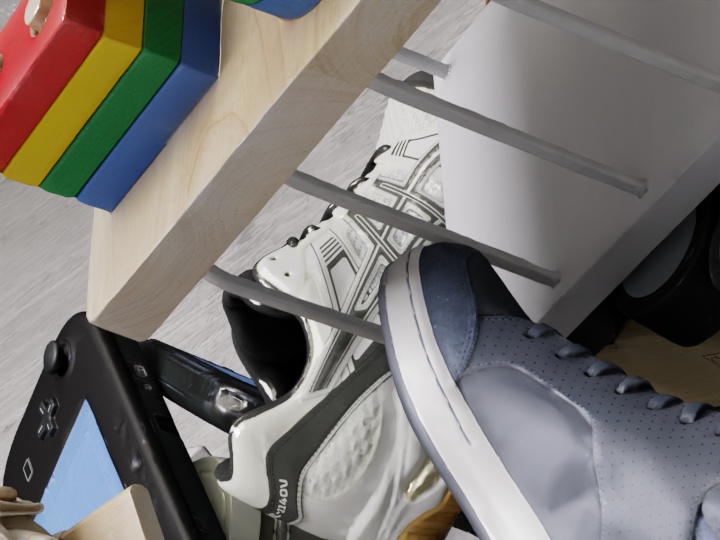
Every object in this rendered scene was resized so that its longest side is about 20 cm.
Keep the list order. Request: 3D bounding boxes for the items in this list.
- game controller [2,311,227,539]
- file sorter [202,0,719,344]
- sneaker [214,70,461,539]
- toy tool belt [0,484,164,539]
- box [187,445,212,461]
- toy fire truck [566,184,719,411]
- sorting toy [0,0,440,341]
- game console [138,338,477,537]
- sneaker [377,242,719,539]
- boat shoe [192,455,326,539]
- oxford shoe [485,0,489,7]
[{"bbox_3d":[-0.090,0.106,0.999,0.105,0.042,0.200,-57,36,22],"label":"game controller"},{"bbox_3d":[0.037,-0.085,0.796,0.200,0.124,0.139,-49,32,41],"label":"file sorter"},{"bbox_3d":[0.000,0.000,0.915,0.076,0.087,0.201,112,170,-49],"label":"sneaker"},{"bbox_3d":[-0.127,0.169,0.896,0.122,0.201,0.125,-1,-16,23],"label":"toy tool belt"},{"bbox_3d":[-0.154,0.147,1.268,0.144,0.036,0.200,-44,15,-27],"label":"box"},{"bbox_3d":[0.134,-0.062,0.839,0.176,0.128,0.201,-16,49,61],"label":"toy fire truck"},{"bbox_3d":[-0.043,-0.120,0.752,0.199,0.069,0.201,-47,33,45],"label":"sorting toy"},{"bbox_3d":[0.020,0.027,1.046,0.117,0.175,0.200,-67,15,-3],"label":"game console"},{"bbox_3d":[0.097,0.040,0.717,0.146,0.077,0.203,-37,52,11],"label":"sneaker"},{"bbox_3d":[-0.059,0.111,1.078,0.202,0.060,0.073,158,117,-67],"label":"boat shoe"},{"bbox_3d":[0.078,-0.092,1.131,0.201,0.071,0.071,-65,-22,6],"label":"oxford shoe"}]
